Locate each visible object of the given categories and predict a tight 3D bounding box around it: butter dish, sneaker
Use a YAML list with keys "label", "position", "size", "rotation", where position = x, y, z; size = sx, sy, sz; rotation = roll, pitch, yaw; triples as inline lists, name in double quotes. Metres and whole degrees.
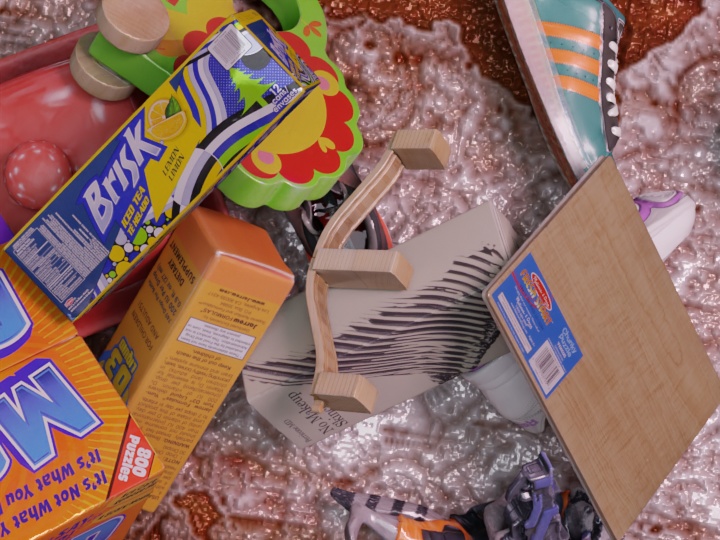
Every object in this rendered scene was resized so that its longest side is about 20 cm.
- label: "butter dish"
  position: [-0.202, -0.058, 1.213]
  size: [0.199, 0.148, 0.201]
  rotation: [-21, 88, -1]
- label: "sneaker"
  position: [0.160, 0.027, 1.266]
  size: [0.200, 0.075, 0.100]
  rotation: [-42, 113, -4]
- label: "sneaker"
  position: [-0.036, -0.076, 1.249]
  size: [0.077, 0.082, 0.201]
  rotation: [-34, 89, -2]
- label: "sneaker"
  position: [0.152, -0.141, 1.256]
  size: [0.079, 0.071, 0.201]
  rotation: [-19, 84, 0]

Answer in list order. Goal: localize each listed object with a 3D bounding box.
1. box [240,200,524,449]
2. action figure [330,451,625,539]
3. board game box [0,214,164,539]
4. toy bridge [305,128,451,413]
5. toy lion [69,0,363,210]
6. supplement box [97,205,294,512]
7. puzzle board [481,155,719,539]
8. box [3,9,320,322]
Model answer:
- label: "box"
  position: [0.022, 0.038, 1.213]
  size: [0.199, 0.082, 0.069]
  rotation: [-27, 50, 15]
- label: "action figure"
  position: [0.081, 0.166, 1.224]
  size: [0.192, 0.201, 0.105]
  rotation: [-4, 44, -8]
- label: "board game box"
  position: [-0.275, 0.123, 1.126]
  size: [0.199, 0.200, 0.200]
  rotation: [-26, 73, -32]
- label: "toy bridge"
  position: [0.000, 0.000, 1.178]
  size: [0.067, 0.027, 0.201]
  rotation: [3, 63, 32]
- label: "toy lion"
  position: [-0.078, -0.136, 1.204]
  size: [0.191, 0.069, 0.200]
  rotation: [33, 45, -8]
- label: "supplement box"
  position: [-0.125, 0.060, 1.212]
  size: [0.069, 0.067, 0.201]
  rotation: [17, 113, -34]
- label: "puzzle board"
  position: [0.159, 0.050, 1.189]
  size: [0.151, 0.017, 0.201]
  rotation: [-45, 117, -34]
- label: "box"
  position: [-0.117, -0.064, 1.095]
  size: [0.200, 0.070, 0.064]
  rotation: [-43, 93, 12]
